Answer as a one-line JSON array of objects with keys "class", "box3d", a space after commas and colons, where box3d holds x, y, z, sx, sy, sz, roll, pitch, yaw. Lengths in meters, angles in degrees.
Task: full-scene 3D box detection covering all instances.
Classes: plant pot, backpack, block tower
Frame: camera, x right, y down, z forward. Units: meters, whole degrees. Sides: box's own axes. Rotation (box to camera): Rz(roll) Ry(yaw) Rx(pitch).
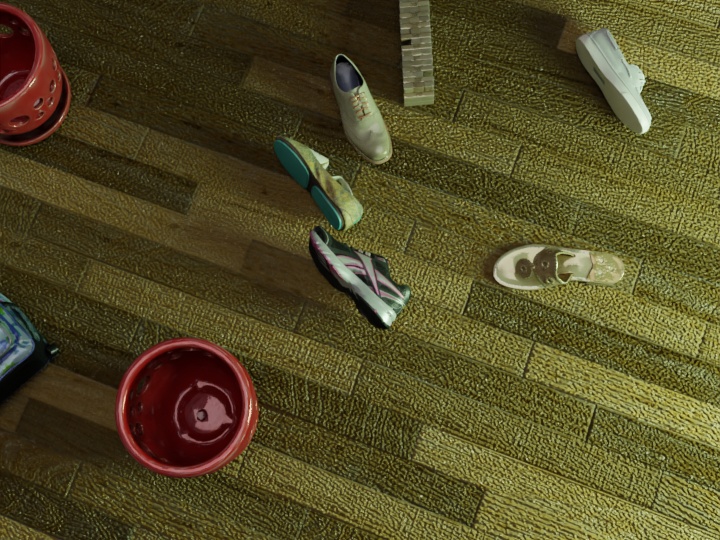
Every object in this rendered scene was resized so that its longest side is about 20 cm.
[{"class": "plant pot", "box3d": [-0.598, -0.323, 1.529, 0.200, 0.183, 0.201, -1, 78, 4]}, {"class": "plant pot", "box3d": [-0.249, 0.213, 1.378, 0.200, 0.183, 0.201, -1, 77, 4]}, {"class": "backpack", "box3d": [-0.629, 0.111, 1.452, 0.183, 0.147, 0.200, -43, 76, -9]}, {"class": "block tower", "box3d": [0.096, -0.389, 1.568, 0.058, 0.054, 0.201, -4, 77, 2]}]

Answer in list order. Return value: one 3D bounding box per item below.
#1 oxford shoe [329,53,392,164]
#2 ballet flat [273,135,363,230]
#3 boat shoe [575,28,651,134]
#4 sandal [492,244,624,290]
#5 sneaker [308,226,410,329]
[{"class": "oxford shoe", "box3d": [-0.006, -0.274, 1.537, 0.071, 0.074, 0.200, -27, 77, -3]}, {"class": "ballet flat", "box3d": [-0.067, -0.154, 1.525, 0.071, 0.071, 0.200, -37, 77, -5]}, {"class": "boat shoe", "box3d": [0.441, -0.324, 1.530, 0.068, 0.072, 0.200, -28, 68, -2]}, {"class": "sandal", "box3d": [0.321, -0.011, 1.460, 0.211, 0.070, 0.078, 1, 77, 4]}, {"class": "sneaker", "box3d": [0.000, 0.000, 1.477, 0.086, 0.080, 0.200, -41, 86, -19]}]
